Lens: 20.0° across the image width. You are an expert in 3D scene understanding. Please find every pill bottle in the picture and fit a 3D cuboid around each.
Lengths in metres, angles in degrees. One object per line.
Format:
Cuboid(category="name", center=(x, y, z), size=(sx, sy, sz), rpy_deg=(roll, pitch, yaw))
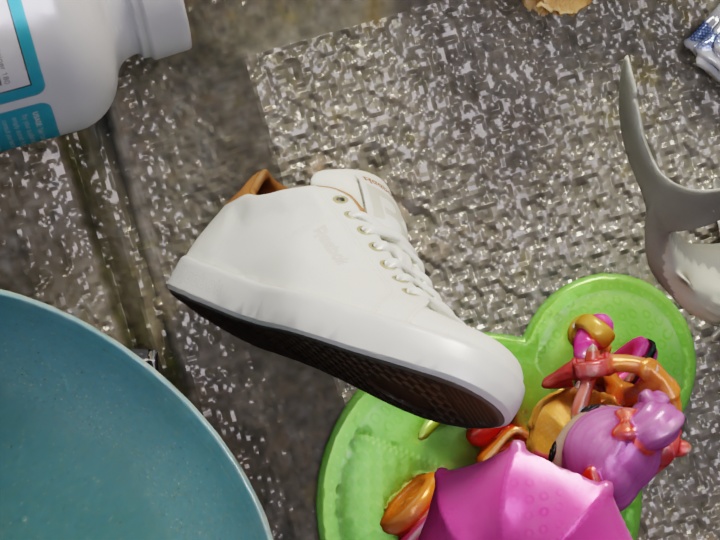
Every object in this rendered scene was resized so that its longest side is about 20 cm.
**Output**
Cuboid(category="pill bottle", center=(-0.172, -0.098, 0.826), size=(0.198, 0.111, 0.112), rpy_deg=(-15, 94, -7))

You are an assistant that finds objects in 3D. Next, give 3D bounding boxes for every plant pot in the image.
Cuboid(category="plant pot", center=(-0.148, 0.124, 0.766), size=(0.200, 0.200, 0.135), rpy_deg=(37, 118, -7))

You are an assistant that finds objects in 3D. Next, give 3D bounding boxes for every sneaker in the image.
Cuboid(category="sneaker", center=(0.000, 0.000, 0.818), size=(0.073, 0.199, 0.085), rpy_deg=(40, 78, -41))

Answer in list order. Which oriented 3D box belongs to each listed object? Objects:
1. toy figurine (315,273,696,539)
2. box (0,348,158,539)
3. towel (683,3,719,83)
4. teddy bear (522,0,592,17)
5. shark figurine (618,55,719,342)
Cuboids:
Cuboid(category="toy figurine", center=(0.083, 0.089, 0.829), size=(0.200, 0.184, 0.150), rpy_deg=(-44, 97, -4))
Cuboid(category="box", center=(-0.185, 0.132, 0.865), size=(0.198, 0.050, 0.201), rpy_deg=(0, 92, -6))
Cuboid(category="towel", center=(0.260, -0.127, 0.923), size=(0.147, 0.024, 0.200), rpy_deg=(40, 87, -8))
Cuboid(category="teddy bear", center=(0.115, -0.195, 0.889), size=(0.144, 0.067, 0.201), rpy_deg=(29, 82, -17))
Cuboid(category="shark figurine", center=(0.164, -0.015, 0.881), size=(0.213, 0.090, 0.128), rpy_deg=(14, 136, -36))
